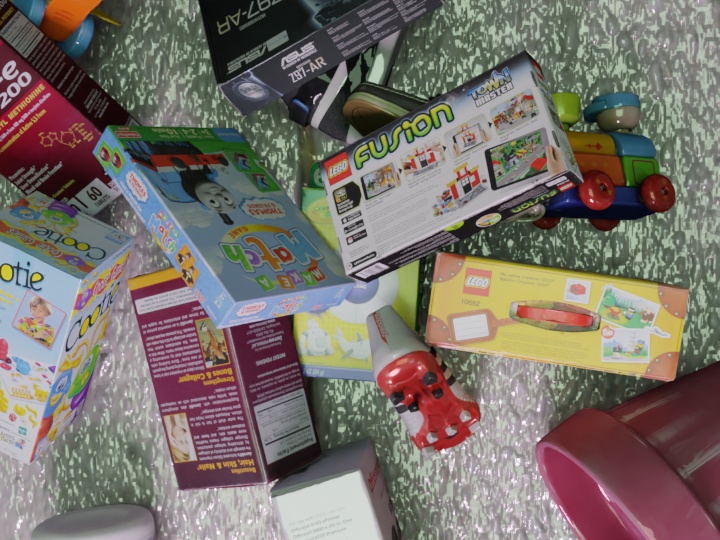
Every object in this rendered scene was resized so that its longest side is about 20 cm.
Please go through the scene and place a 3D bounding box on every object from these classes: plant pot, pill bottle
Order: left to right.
[{"bbox_3d":[-0.237,0.327,0.928,0.112,0.112,0.201,-5,91,5],"label":"pill bottle"},{"bbox_3d":[0.277,0.176,0.848,0.179,0.200,0.200,-33,88,-10],"label":"plant pot"}]

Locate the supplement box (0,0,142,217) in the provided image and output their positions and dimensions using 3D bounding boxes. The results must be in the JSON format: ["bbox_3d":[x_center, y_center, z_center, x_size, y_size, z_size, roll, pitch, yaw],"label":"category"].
[{"bbox_3d":[-0.290,-0.138,0.891,0.109,0.061,0.200,-34,117,25],"label":"supplement box"}]

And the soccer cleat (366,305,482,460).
[{"bbox_3d":[0.054,0.099,0.875,0.068,0.200,0.085,-27,56,6],"label":"soccer cleat"}]

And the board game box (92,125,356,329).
[{"bbox_3d":[-0.114,-0.044,0.861,0.200,0.151,0.037,52,123,21],"label":"board game box"}]

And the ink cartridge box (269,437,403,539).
[{"bbox_3d":[-0.002,0.264,0.889,0.083,0.145,0.201,-18,90,5],"label":"ink cartridge box"}]

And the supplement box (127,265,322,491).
[{"bbox_3d":[-0.121,0.088,0.906,0.110,0.086,0.201,-14,90,36],"label":"supplement box"}]

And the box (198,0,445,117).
[{"bbox_3d":[-0.042,-0.243,0.876,0.199,0.044,0.161,-26,51,13],"label":"box"}]

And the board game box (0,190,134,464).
[{"bbox_3d":[-0.291,0.050,0.898,0.105,0.103,0.200,25,116,3],"label":"board game box"}]

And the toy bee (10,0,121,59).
[{"bbox_3d":[-0.297,-0.243,0.920,0.200,0.131,0.109,-30,57,9],"label":"toy bee"}]

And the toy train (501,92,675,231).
[{"bbox_3d":[0.171,-0.099,0.862,0.199,0.085,0.116,0,78,-29],"label":"toy train"}]

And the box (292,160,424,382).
[{"bbox_3d":[0.000,0.000,0.932,0.117,0.048,0.201,3,90,5],"label":"box"}]

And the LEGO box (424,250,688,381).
[{"bbox_3d":[0.159,0.034,0.866,0.199,0.149,0.078,8,92,5],"label":"LEGO box"}]

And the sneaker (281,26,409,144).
[{"bbox_3d":[-0.016,-0.223,0.913,0.112,0.073,0.201,20,95,3],"label":"sneaker"}]

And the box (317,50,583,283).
[{"bbox_3d":[0.066,-0.079,0.807,0.200,0.035,0.110,-25,66,24],"label":"box"}]

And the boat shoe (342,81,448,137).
[{"bbox_3d":[0.079,-0.126,0.899,0.199,0.073,0.065,22,73,-21],"label":"boat shoe"}]
